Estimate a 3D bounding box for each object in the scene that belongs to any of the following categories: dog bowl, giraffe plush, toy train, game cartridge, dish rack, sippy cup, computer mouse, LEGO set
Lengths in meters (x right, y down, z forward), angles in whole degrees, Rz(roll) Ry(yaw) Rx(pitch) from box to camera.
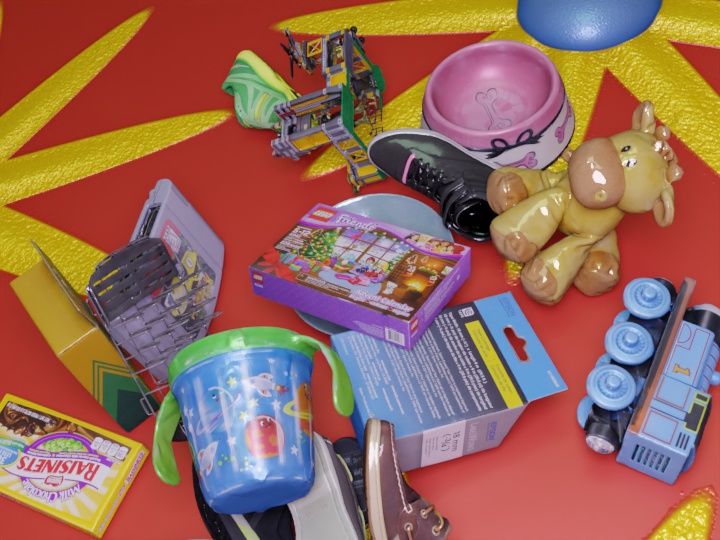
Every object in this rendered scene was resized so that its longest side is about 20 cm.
[{"bbox_3d":[0.165,-0.204,1.111,0.197,0.074,0.202,-8,53,10],"label":"dog bowl"},{"bbox_3d":[0.245,-0.077,0.909,0.198,0.162,0.174,-28,81,-27],"label":"giraffe plush"},{"bbox_3d":[0.283,0.097,0.853,0.113,0.087,0.201,22,60,18],"label":"toy train"},{"bbox_3d":[-0.214,0.013,1.010,0.040,0.134,0.202,-7,50,23],"label":"game cartridge"},{"bbox_3d":[-0.189,0.062,0.916,0.054,0.202,0.153,-20,13,27],"label":"dish rack"},{"bbox_3d":[-0.097,0.139,0.790,0.138,0.178,0.132,4,57,-29],"label":"sippy cup"},{"bbox_3d":[-0.005,0.255,0.846,0.058,0.034,0.203,-13,57,15],"label":"computer mouse"},{"bbox_3d":[-0.045,-0.195,1.114,0.114,0.153,0.203,-13,69,24],"label":"LEGO set"}]

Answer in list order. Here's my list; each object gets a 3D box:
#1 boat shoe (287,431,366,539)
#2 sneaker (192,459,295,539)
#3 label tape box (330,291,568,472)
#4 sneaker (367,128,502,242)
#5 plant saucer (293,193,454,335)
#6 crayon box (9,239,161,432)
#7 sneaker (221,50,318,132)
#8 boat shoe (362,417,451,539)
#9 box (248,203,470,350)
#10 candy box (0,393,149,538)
[{"bbox_3d":[-0.025,0.242,0.803,0.071,0.061,0.203,-26,54,16],"label":"boat shoe"},{"bbox_3d":[-0.103,0.237,0.874,0.082,0.072,0.201,-13,48,-27],"label":"sneaker"},{"bbox_3d":[0.083,0.110,0.889,0.197,0.064,0.145,-12,44,-11],"label":"label tape box"},{"bbox_3d":[0.091,-0.098,1.012,0.198,0.071,0.099,23,33,7],"label":"sneaker"},{"bbox_3d":[0.012,0.001,1.022,0.198,0.039,0.203,-7,53,9],"label":"plant saucer"},{"bbox_3d":[-0.295,0.073,0.946,0.051,0.201,0.127,-37,53,-14],"label":"crayon box"},{"bbox_3d":[-0.119,-0.215,1.208,0.084,0.074,0.200,-47,56,9],"label":"sneaker"},{"bbox_3d":[0.043,0.224,0.778,0.071,0.072,0.203,-9,93,-2],"label":"boat shoe"},{"bbox_3d":[0.000,0.000,0.949,0.198,0.040,0.137,18,42,27],"label":"box"},{"bbox_3d":[-0.334,0.207,0.968,0.197,0.027,0.103,13,62,23],"label":"candy box"}]
